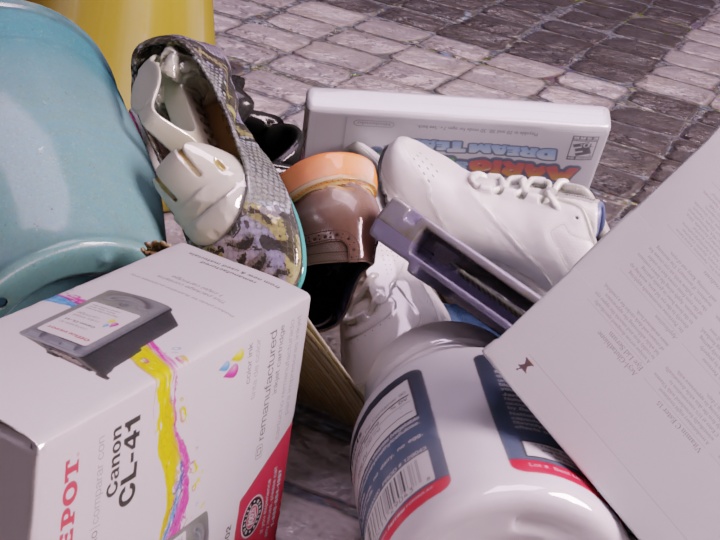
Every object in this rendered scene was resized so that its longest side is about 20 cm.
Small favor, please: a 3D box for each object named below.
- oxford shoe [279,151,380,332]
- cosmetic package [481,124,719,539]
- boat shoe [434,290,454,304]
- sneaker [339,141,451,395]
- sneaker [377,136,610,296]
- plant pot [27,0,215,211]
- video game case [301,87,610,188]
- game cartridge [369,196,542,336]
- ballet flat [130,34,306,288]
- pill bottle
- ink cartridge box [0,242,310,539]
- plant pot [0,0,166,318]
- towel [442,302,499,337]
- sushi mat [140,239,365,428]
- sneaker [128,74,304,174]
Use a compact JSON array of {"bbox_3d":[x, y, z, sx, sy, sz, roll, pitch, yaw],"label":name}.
[{"bbox_3d":[-0.050,0.010,0.926,0.071,0.200,0.073,3,61,-27],"label":"oxford shoe"},{"bbox_3d":[0.173,0.060,0.680,0.200,0.151,0.052,51,12,19],"label":"cosmetic package"},{"bbox_3d":[0.074,0.010,1.107,0.199,0.072,0.076,4,-9,-4],"label":"boat shoe"},{"bbox_3d":[0.000,0.000,0.980,0.099,0.078,0.201,41,30,-32],"label":"sneaker"},{"bbox_3d":[0.102,-0.028,0.974,0.200,0.087,0.075,33,33,1],"label":"sneaker"},{"bbox_3d":[-0.193,-0.167,1.230,0.200,0.190,0.201,10,23,-4],"label":"plant pot"},{"bbox_3d":[0.055,-0.054,1.087,0.199,0.182,0.024,3,56,-5],"label":"video game case"},{"bbox_3d":[0.105,0.038,0.849,0.200,0.038,0.130,36,-1,30],"label":"game cartridge"},{"bbox_3d":[-0.091,-0.061,0.879,0.072,0.072,0.201,-1,46,-27],"label":"ballet flat"},{"bbox_3d":[0.056,0.107,0.775,0.119,0.120,0.200,7,22,-8],"label":"pill bottle"},{"bbox_3d":[-0.114,0.088,0.704,0.085,0.148,0.200,20,25,23],"label":"ink cartridge box"},{"bbox_3d":[-0.196,-0.018,0.890,0.199,0.201,0.188,-5,42,-34],"label":"plant pot"},{"bbox_3d":[0.133,0.061,1.016,0.199,0.049,0.112,6,23,-13],"label":"towel"},{"bbox_3d":[-0.045,0.042,0.862,0.095,0.012,0.200,24,-16,25],"label":"sushi mat"},{"bbox_3d":[-0.064,-0.050,1.022,0.087,0.200,0.074,-30,40,9],"label":"sneaker"}]
